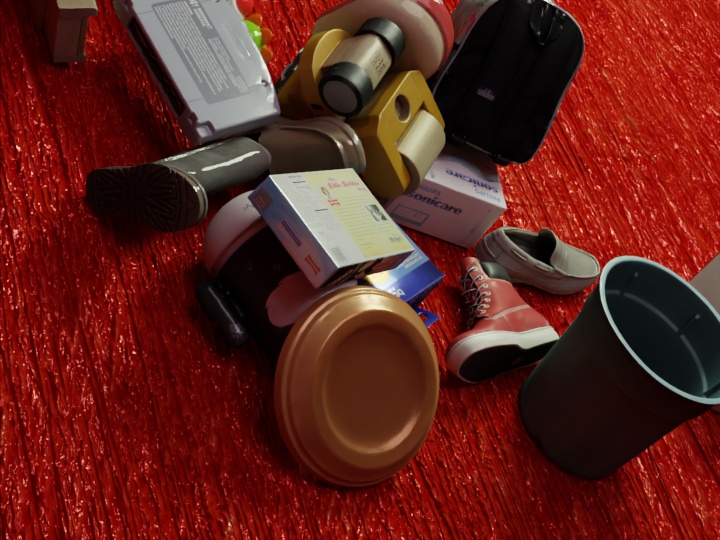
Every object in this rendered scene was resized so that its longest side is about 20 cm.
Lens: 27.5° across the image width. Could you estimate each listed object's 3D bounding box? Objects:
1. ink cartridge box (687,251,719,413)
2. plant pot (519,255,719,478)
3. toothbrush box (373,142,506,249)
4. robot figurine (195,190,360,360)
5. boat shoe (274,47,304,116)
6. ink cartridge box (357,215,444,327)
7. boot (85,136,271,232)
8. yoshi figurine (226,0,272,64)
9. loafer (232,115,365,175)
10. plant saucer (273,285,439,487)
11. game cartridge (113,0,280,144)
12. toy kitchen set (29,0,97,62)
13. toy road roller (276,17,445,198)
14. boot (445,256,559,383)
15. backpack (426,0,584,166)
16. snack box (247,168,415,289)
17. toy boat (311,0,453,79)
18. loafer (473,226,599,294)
[{"bbox_3d":[0.515,0.100,1.928,0.199,0.146,0.146,26,39,-17],"label":"ink cartridge box"},{"bbox_3d":[0.294,0.122,1.674,0.199,0.196,0.202,22,41,-21],"label":"plant pot"},{"bbox_3d":[0.090,-0.143,1.860,0.145,0.085,0.201,18,42,-28],"label":"toothbrush box"},{"bbox_3d":[-0.079,0.012,1.528,0.201,0.125,0.150,52,23,12],"label":"robot figurine"},{"bbox_3d":[-0.068,-0.220,1.804,0.074,0.060,0.200,34,29,-7],"label":"boat shoe"},{"bbox_3d":[0.000,0.000,1.649,0.200,0.076,0.136,48,38,8],"label":"ink cartridge box"},{"bbox_3d":[-0.166,-0.095,1.557,0.181,0.073,0.199,16,17,39],"label":"boot"},{"bbox_3d":[-0.179,-0.288,1.761,0.111,0.112,0.202,-10,65,-32],"label":"yoshi figurine"},{"bbox_3d":[-0.075,-0.131,1.665,0.068,0.199,0.076,-39,122,-33],"label":"loafer"},{"bbox_3d":[0.005,0.117,1.468,0.198,0.037,0.203,-1,92,-36],"label":"plant saucer"},{"bbox_3d":[-0.177,-0.239,1.647,0.132,0.040,0.201,-20,74,-36],"label":"game cartridge"},{"bbox_3d":[-0.279,-0.368,1.668,0.178,0.164,0.201,-6,53,-22],"label":"toy kitchen set"},{"bbox_3d":[-0.006,-0.185,1.707,0.201,0.145,0.123,59,46,-29],"label":"toy road roller"},{"bbox_3d":[0.134,0.050,1.719,0.199,0.072,0.145,-7,56,-54],"label":"boot"},{"bbox_3d":[0.171,-0.254,1.811,0.176,0.201,0.151,20,21,-24],"label":"backpack"},{"bbox_3d":[-0.026,-0.047,1.505,0.117,0.037,0.200,53,23,11],"label":"snack box"},{"bbox_3d":[0.040,-0.297,1.773,0.130,0.199,0.131,43,66,-20],"label":"toy boat"},{"bbox_3d":[0.234,-0.016,1.867,0.198,0.070,0.070,6,48,-37],"label":"loafer"}]
